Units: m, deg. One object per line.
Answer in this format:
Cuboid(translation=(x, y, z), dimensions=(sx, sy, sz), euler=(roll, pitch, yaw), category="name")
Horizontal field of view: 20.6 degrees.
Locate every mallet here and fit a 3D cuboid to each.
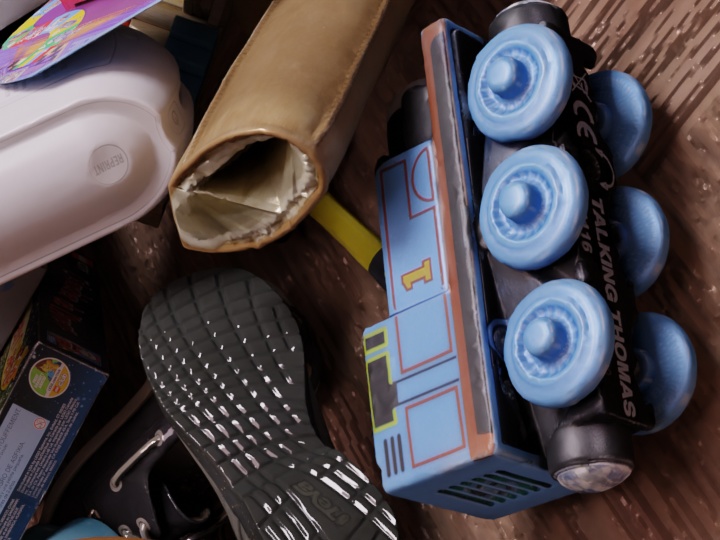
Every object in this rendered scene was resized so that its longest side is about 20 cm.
Cuboid(translation=(0.000, 0.000, 0.891), dimensions=(0.066, 0.041, 0.200), euler=(-54, 49, 19), category="mallet")

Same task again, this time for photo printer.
Cuboid(translation=(-0.169, -0.044, 0.886), dimensions=(0.199, 0.070, 0.166), euler=(-25, 21, -3), category="photo printer")

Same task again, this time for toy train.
Cuboid(translation=(0.057, -0.005, 0.772), dimensions=(0.114, 0.086, 0.202), euler=(-23, 62, 34), category="toy train")

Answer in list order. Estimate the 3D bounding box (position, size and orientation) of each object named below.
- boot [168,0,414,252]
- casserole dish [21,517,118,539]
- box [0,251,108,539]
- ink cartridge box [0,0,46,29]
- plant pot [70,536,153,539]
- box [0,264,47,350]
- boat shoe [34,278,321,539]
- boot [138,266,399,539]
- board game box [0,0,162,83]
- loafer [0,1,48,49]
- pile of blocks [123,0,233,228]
Cuboid(translation=(-0.036, -0.088, 0.850), dimensions=(0.175, 0.066, 0.201), euler=(-39, 21, 51), category="boot")
Cuboid(translation=(-0.119, 0.209, 0.902), dimensions=(0.121, 0.039, 0.201), euler=(-45, 71, 32), category="casserole dish")
Cuboid(translation=(-0.175, 0.072, 0.984), dimensions=(0.137, 0.037, 0.200), euler=(-62, 15, 9), category="box")
Cuboid(translation=(-0.230, -0.172, 1.032), dimensions=(0.199, 0.144, 0.084), euler=(2, 123, 47), category="ink cartridge box")
Cuboid(translation=(-0.097, 0.192, 0.771), dimensions=(0.140, 0.199, 0.202), euler=(-132, 61, -81), category="plant pot")
Cuboid(translation=(-0.210, 0.012, 1.047), dimensions=(0.156, 0.041, 0.200), euler=(-57, 17, 18), category="box")
Cuboid(translation=(-0.086, 0.099, 0.929), dimensions=(0.200, 0.074, 0.060), euler=(-52, 41, 12), category="boat shoe")
Cuboid(translation=(-0.037, 0.104, 0.839), dimensions=(0.131, 0.067, 0.200), euler=(85, 160, -46), category="boot")
Cuboid(translation=(-0.092, -0.156, 0.876), dimensions=(0.199, 0.039, 0.158), euler=(-29, 20, 9), category="board game box")
Cuboid(translation=(-0.170, -0.140, 1.096), dimensions=(0.199, 0.063, 0.073), euler=(-1, 76, 47), category="loafer")
Cuboid(translation=(-0.099, -0.125, 0.988), dimensions=(0.082, 0.062, 0.202), euler=(-103, 32, -85), category="pile of blocks")
